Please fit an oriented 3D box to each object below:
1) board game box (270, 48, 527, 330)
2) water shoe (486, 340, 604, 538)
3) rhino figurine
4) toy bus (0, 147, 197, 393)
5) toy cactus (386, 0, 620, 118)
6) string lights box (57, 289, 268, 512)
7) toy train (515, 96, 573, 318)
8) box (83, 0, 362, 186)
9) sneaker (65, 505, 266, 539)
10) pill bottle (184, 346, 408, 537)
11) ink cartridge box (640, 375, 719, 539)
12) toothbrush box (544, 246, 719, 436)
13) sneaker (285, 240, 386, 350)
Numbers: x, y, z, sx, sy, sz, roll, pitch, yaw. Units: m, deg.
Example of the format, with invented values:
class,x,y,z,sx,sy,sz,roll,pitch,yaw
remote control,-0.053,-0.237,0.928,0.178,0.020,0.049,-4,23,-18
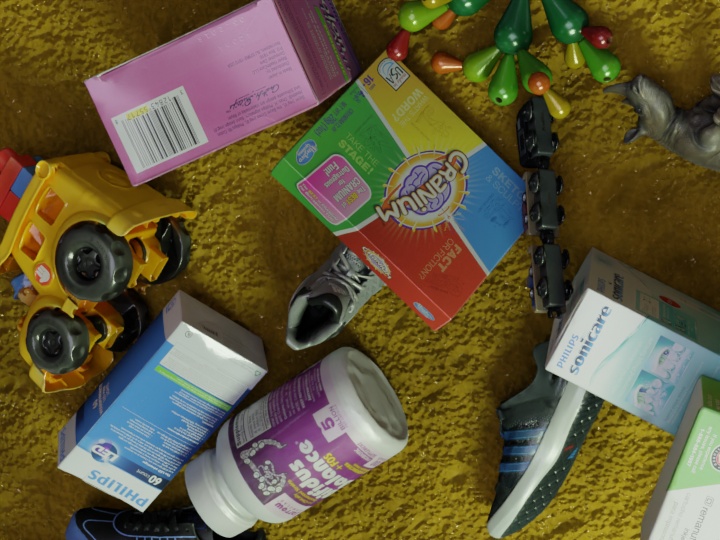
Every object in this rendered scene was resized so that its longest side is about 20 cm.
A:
class,x,y,z,sx,sy,sz,roll,pitch,yaw
board game box,0.044,-0.072,1.347,0.200,0.040,0.153,43,65,-4
water shoe,0.160,0.154,1.430,0.079,0.071,0.201,38,112,28
rhino figurine,0.301,-0.120,1.314,0.199,0.060,0.088,19,151,6
toy bus,-0.279,-0.017,1.431,0.191,0.136,0.201,36,111,13
toy cactus,0.130,-0.225,1.318,0.199,0.102,0.166,16,98,15
string lights box,-0.190,0.126,1.463,0.102,0.059,0.200,33,110,-26
toy train,0.156,-0.053,1.334,0.034,0.046,0.202,4,71,-19
box,-0.110,-0.165,1.313,0.175,0.200,0.097,-22,101,15
sneaker,-0.187,0.258,1.507,0.198,0.070,0.078,16,121,-3
pill bottle,-0.063,0.166,1.441,0.199,0.112,0.113,-34,97,17
ink cartridge box,0.341,0.193,1.232,0.199,0.084,0.147,20,107,6
toothbrush box,0.267,0.075,1.336,0.199,0.146,0.086,26,108,4
sneaker,0.000,0.000,1.381,0.075,0.116,0.200,37,109,-1
